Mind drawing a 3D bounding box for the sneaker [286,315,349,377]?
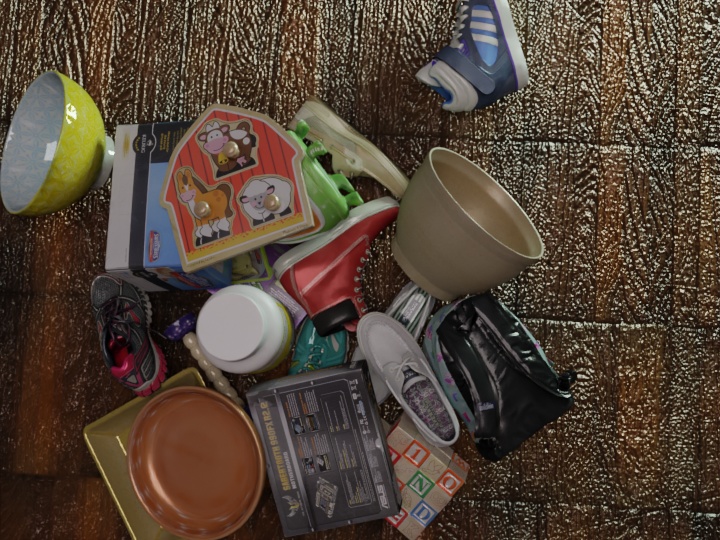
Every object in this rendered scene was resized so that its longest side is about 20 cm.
[{"bbox_3d":[-0.068,0.145,1.348,0.077,0.080,0.201,18,85,4],"label":"sneaker"}]

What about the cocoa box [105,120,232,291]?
[{"bbox_3d":[-0.249,-0.083,1.329,0.130,0.133,0.202,-2,75,13],"label":"cocoa box"}]

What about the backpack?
[{"bbox_3d":[0.167,0.132,1.316,0.166,0.127,0.201,-33,89,-20],"label":"backpack"}]

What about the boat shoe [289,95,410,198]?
[{"bbox_3d":[-0.012,-0.160,1.384,0.200,0.072,0.065,40,98,6],"label":"boat shoe"}]

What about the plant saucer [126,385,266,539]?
[{"bbox_3d":[-0.209,0.247,1.282,0.199,0.037,0.202,1,94,20],"label":"plant saucer"}]

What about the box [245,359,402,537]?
[{"bbox_3d":[-0.045,0.230,1.277,0.157,0.048,0.201,-14,97,10],"label":"box"}]

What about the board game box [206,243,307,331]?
[{"bbox_3d":[-0.152,0.002,1.391,0.200,0.032,0.120,38,83,6],"label":"board game box"}]

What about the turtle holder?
[{"bbox_3d":[-0.094,-0.115,1.308,0.131,0.141,0.186,-37,51,2],"label":"turtle holder"}]

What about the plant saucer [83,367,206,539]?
[{"bbox_3d":[-0.250,0.258,1.343,0.199,0.048,0.201,-29,84,16],"label":"plant saucer"}]

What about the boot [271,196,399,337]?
[{"bbox_3d":[0.000,0.000,1.346,0.199,0.072,0.145,-35,75,-14],"label":"boot"}]

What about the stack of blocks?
[{"bbox_3d":[0.032,0.248,1.326,0.200,0.059,0.115,38,106,4],"label":"stack of blocks"}]

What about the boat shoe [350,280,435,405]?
[{"bbox_3d":[0.037,0.099,1.354,0.073,0.067,0.201,25,88,5],"label":"boat shoe"}]

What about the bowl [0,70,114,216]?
[{"bbox_3d":[-0.405,-0.162,1.365,0.107,0.200,0.202,16,84,-38],"label":"bowl"}]

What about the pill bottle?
[{"bbox_3d":[-0.148,0.076,1.270,0.110,0.200,0.112,0,83,3],"label":"pill bottle"}]

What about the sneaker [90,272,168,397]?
[{"bbox_3d":[-0.322,0.074,1.342,0.080,0.075,0.200,-38,55,6],"label":"sneaker"}]

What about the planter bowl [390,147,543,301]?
[{"bbox_3d":[0.125,-0.046,1.318,0.200,0.200,0.135,46,115,5],"label":"planter bowl"}]

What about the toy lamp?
[{"bbox_3d":[-0.195,0.153,1.364,0.058,0.058,0.200,-38,84,-2],"label":"toy lamp"}]

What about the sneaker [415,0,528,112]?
[{"bbox_3d":[0.137,-0.322,1.384,0.146,0.081,0.201,-20,90,-4],"label":"sneaker"}]

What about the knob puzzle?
[{"bbox_3d":[-0.164,-0.119,1.229,0.218,0.030,0.221,-3,77,15],"label":"knob puzzle"}]

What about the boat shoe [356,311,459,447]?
[{"bbox_3d":[0.062,0.141,1.275,0.072,0.069,0.201,-28,88,-7],"label":"boat shoe"}]
